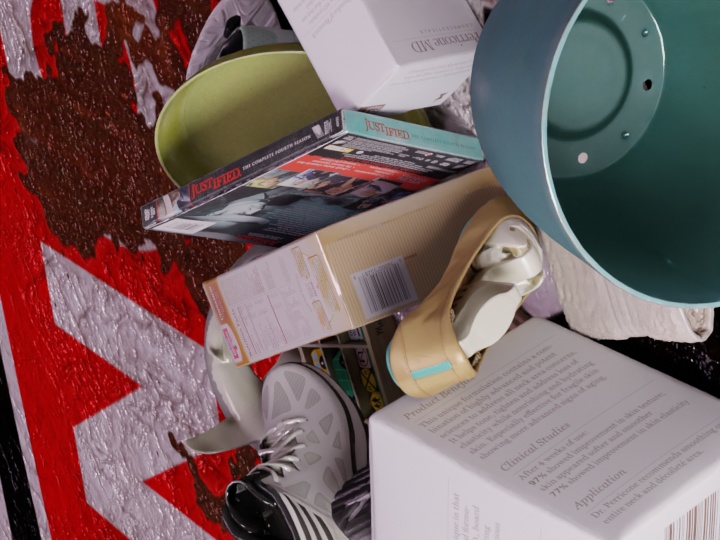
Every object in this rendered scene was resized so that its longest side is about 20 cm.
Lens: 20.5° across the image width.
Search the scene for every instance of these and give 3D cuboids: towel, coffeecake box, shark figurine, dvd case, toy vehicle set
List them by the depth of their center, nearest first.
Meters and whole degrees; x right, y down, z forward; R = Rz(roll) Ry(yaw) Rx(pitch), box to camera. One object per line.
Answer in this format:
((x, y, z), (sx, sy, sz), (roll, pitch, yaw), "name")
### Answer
((0.152, -0.051, 1.259), (0.132, 0.034, 0.201), (-1, 108, 61), "towel")
((-0.035, -0.060, 1.390), (0.200, 0.146, 0.022), (-24, 69, 39), "dvd case")
((0.000, 0.000, 1.423), (0.200, 0.153, 0.073), (-21, 90, 62), "coffeecake box")
((-0.091, 0.079, 1.574), (0.090, 0.128, 0.215), (99, 155, -67), "shark figurine")
((-0.020, 0.026, 1.606), (0.124, 0.026, 0.201), (-5, 104, 60), "toy vehicle set")

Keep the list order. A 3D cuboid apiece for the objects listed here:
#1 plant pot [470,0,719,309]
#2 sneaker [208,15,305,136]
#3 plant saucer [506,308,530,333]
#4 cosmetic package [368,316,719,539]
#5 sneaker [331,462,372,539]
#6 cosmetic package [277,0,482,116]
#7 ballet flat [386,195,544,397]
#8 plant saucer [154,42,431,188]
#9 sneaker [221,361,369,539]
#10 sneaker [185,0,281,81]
((0.151, -0.096, 1.076), (0.161, 0.200, 0.201), (-148, 44, -64), "plant pot")
((-0.076, -0.116, 1.502), (0.201, 0.118, 0.074), (117, 153, -48), "sneaker")
((0.097, 0.110, 1.459), (0.200, 0.029, 0.201), (37, 137, 45), "plant saucer")
((0.132, 0.160, 1.260), (0.200, 0.167, 0.167), (26, 131, 39), "cosmetic package")
((0.047, 0.161, 1.397), (0.078, 0.200, 0.090), (-27, 96, 25), "sneaker")
((-0.005, -0.206, 1.345), (0.074, 0.102, 0.200), (-43, 71, 42), "cosmetic package")
((0.085, 0.014, 1.283), (0.063, 0.200, 0.069), (-15, 117, 38), "ballet flat")
((-0.048, -0.101, 1.435), (0.200, 0.199, 0.031), (115, 160, -52), "plant saucer")
((-0.051, 0.136, 1.425), (0.076, 0.115, 0.201), (-41, 50, 24), "sneaker")
((-0.108, -0.136, 1.605), (0.099, 0.078, 0.201), (-105, 24, -64), "sneaker")
